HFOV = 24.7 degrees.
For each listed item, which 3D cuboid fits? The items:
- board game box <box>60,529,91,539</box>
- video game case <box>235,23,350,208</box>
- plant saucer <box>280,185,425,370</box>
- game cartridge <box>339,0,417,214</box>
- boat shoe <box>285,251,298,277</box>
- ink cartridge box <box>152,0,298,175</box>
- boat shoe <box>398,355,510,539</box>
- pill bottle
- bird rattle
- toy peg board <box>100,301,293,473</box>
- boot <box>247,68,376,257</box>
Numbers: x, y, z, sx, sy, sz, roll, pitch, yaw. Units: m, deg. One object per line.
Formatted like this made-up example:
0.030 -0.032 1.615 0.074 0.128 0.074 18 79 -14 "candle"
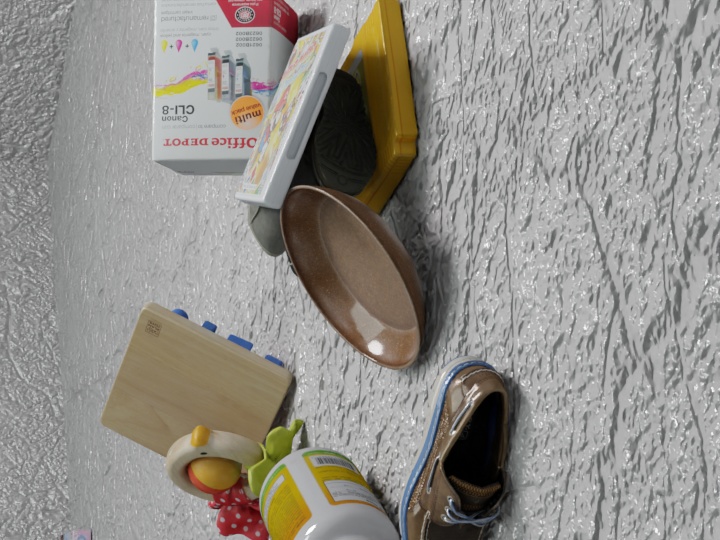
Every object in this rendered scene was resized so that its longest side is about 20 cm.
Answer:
-0.609 0.659 3.500 0.199 0.043 0.201 146 124 -67 "board game box"
-0.070 -0.150 1.625 0.200 0.023 0.183 -164 96 -78 "video game case"
0.000 0.000 1.546 0.200 0.037 0.201 40 150 29 "plant saucer"
0.006 -0.149 1.669 0.200 0.032 0.177 122 146 -58 "game cartridge"
-0.070 -0.077 1.832 0.066 0.074 0.200 -51 49 44 "boat shoe"
-0.158 -0.215 1.932 0.145 0.145 0.201 18 -108 -80 "ink cartridge box"
0.079 0.174 1.339 0.072 0.072 0.201 -144 57 -67 "boat shoe"
-0.024 0.261 1.590 0.200 0.111 0.111 -130 45 -65 "pill bottle"
-0.151 0.236 1.939 0.200 0.163 0.113 -42 30 54 "bird rattle"
-0.193 0.139 2.043 0.200 0.199 0.098 -65 -2 33 "toy peg board"
-0.058 -0.084 1.663 0.200 0.072 0.182 -51 25 38 "boot"
